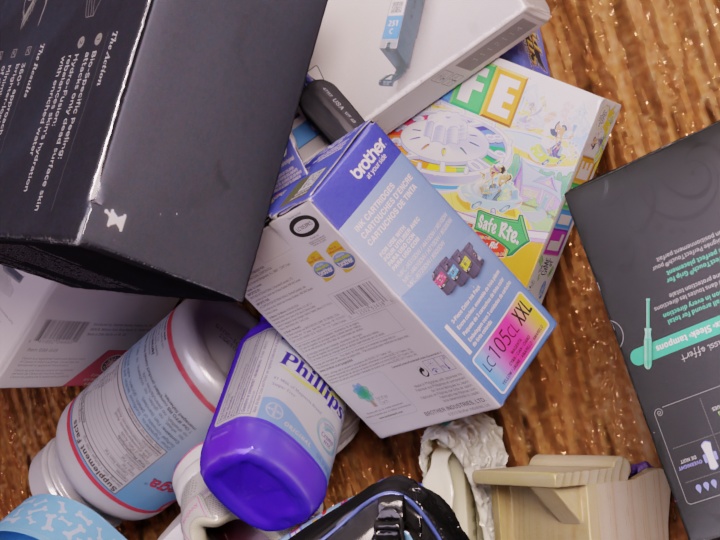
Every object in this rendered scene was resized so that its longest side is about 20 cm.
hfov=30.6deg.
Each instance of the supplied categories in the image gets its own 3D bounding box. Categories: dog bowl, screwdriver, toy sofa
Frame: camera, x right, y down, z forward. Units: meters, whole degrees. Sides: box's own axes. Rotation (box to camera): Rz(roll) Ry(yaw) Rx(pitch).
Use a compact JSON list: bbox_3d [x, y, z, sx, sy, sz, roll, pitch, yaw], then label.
[{"bbox_3d":[-0.191,0.242,0.970,0.200,0.050,0.111,46,133,-15],"label":"dog bowl"},{"bbox_3d":[-0.058,-0.136,0.827,0.029,0.028,0.200,-42,68,-7],"label":"screwdriver"},{"bbox_3d":[0.136,0.216,0.815,0.083,0.097,0.202,-11,81,56],"label":"toy sofa"}]

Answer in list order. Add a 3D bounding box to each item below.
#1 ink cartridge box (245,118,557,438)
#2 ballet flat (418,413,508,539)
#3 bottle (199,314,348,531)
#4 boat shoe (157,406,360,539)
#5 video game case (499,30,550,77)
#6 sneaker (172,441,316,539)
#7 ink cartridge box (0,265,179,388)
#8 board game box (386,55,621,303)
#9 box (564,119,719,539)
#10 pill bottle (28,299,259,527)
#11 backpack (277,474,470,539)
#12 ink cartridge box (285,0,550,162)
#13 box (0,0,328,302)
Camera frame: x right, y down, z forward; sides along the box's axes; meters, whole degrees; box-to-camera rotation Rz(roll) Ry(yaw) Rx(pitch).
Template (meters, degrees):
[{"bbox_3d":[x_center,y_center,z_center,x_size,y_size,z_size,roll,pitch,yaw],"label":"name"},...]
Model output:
[{"bbox_3d":[0.000,0.000,0.794,0.200,0.076,0.136,46,147,-14],"label":"ink cartridge box"},{"bbox_3d":[0.062,0.192,0.863,0.071,0.072,0.202,-6,85,32],"label":"ballet flat"},{"bbox_3d":[-0.045,0.074,0.871,0.065,0.201,0.084,-28,117,30],"label":"bottle"},{"bbox_3d":[-0.065,0.167,0.946,0.200,0.072,0.069,-42,96,12],"label":"boat shoe"},{"bbox_3d":[0.038,-0.127,0.904,0.180,0.045,0.202,-17,79,29],"label":"video game case"},{"bbox_3d":[-0.046,0.201,0.879,0.199,0.088,0.082,32,110,-9],"label":"sneaker"},{"bbox_3d":[-0.197,-0.014,0.987,0.085,0.145,0.200,46,111,26],"label":"ink cartridge box"},{"bbox_3d":[0.051,-0.078,0.846,0.199,0.034,0.135,26,101,30],"label":"board game box"},{"bbox_3d":[0.221,0.031,0.720,0.124,0.148,0.201,-25,75,27],"label":"box"},{"bbox_3d":[-0.153,0.115,0.976,0.200,0.108,0.109,-40,68,25],"label":"pill bottle"},{"bbox_3d":[0.012,0.241,0.757,0.182,0.135,0.201,-34,87,3],"label":"backpack"},{"bbox_3d":[-0.003,-0.180,0.838,0.199,0.045,0.177,-33,73,26],"label":"ink cartridge box"},{"bbox_3d":[-0.142,-0.093,0.780,0.199,0.117,0.198,3,75,49],"label":"box"}]
